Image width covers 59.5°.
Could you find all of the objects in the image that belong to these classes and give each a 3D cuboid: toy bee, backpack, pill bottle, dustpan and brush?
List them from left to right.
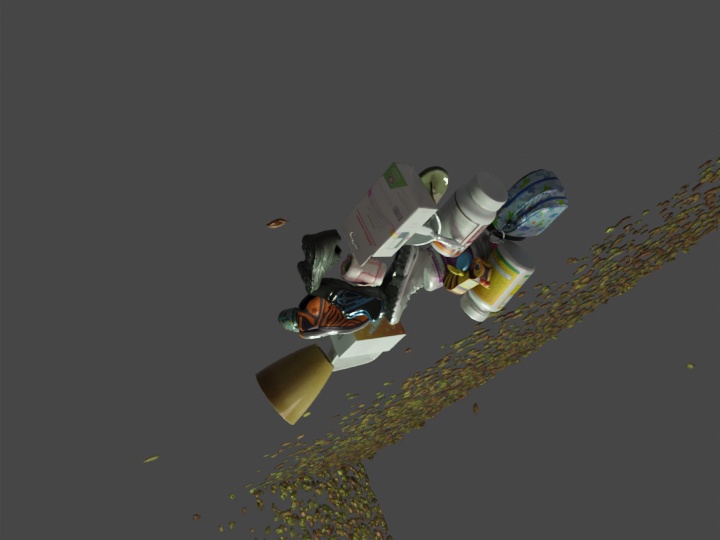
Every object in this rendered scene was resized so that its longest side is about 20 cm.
[{"bbox_3d":[0.150,-0.093,1.424,0.196,0.058,0.140,15,137,-27],"label":"dustpan and brush"},{"bbox_3d":[0.247,-0.032,1.659,0.196,0.114,0.113,-22,156,-9],"label":"pill bottle"},{"bbox_3d":[0.247,-0.131,1.466,0.108,0.111,0.201,-5,149,-38],"label":"pill bottle"},{"bbox_3d":[0.269,0.004,1.516,0.127,0.111,0.202,7,138,-11],"label":"toy bee"},{"bbox_3d":[0.346,0.032,1.621,0.111,0.114,0.202,1,133,-45],"label":"pill bottle"},{"bbox_3d":[0.421,-0.161,1.571,0.160,0.155,0.202,2,132,-35],"label":"backpack"}]

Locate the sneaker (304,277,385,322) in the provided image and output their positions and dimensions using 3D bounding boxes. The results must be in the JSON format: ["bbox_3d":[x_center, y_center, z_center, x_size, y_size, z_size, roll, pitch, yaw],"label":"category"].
[{"bbox_3d":[-0.041,0.068,1.501,0.195,0.084,0.073,10,169,8],"label":"sneaker"}]

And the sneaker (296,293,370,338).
[{"bbox_3d":[-0.065,0.098,1.583,0.195,0.115,0.077,-10,-166,-22],"label":"sneaker"}]

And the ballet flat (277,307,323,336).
[{"bbox_3d":[-0.152,0.135,1.667,0.073,0.075,0.199,-32,153,15],"label":"ballet flat"}]

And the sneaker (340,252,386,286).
[{"bbox_3d":[0.000,0.000,1.541,0.102,0.077,0.200,17,173,-4],"label":"sneaker"}]

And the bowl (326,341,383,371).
[{"bbox_3d":[-0.009,0.225,1.961,0.196,0.076,0.201,-10,152,-33],"label":"bowl"}]

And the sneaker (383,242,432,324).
[{"bbox_3d":[0.115,0.039,1.495,0.080,0.075,0.204,12,108,-23],"label":"sneaker"}]

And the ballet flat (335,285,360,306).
[{"bbox_3d":[0.024,0.063,1.673,0.196,0.075,0.075,-25,157,-12],"label":"ballet flat"}]

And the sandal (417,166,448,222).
[{"bbox_3d":[0.128,-0.125,1.326,0.078,0.058,0.203,13,120,-31],"label":"sandal"}]

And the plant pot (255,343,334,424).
[{"bbox_3d":[-0.180,0.319,1.877,0.199,0.187,0.187,-38,156,-2],"label":"plant pot"}]

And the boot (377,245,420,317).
[{"bbox_3d":[0.084,0.008,1.562,0.202,0.069,0.133,-61,172,-28],"label":"boot"}]

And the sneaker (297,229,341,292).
[{"bbox_3d":[-0.087,-0.019,1.405,0.089,0.077,0.201,-23,159,-24],"label":"sneaker"}]

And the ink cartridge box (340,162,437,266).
[{"bbox_3d":[0.054,-0.110,1.303,0.066,0.119,0.200,-2,147,-46],"label":"ink cartridge box"}]

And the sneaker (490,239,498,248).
[{"bbox_3d":[0.312,-0.029,1.782,0.195,0.083,0.089,-10,154,-15],"label":"sneaker"}]

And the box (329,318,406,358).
[{"bbox_3d":[0.013,0.162,1.793,0.197,0.126,0.098,-2,147,-43],"label":"box"}]
